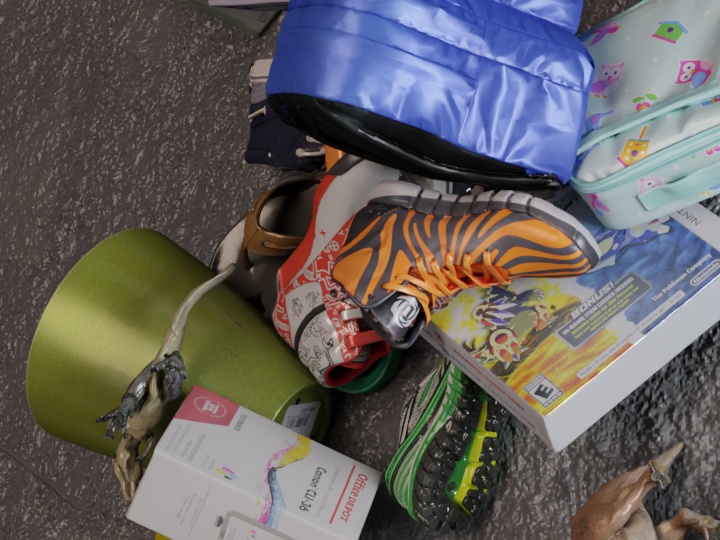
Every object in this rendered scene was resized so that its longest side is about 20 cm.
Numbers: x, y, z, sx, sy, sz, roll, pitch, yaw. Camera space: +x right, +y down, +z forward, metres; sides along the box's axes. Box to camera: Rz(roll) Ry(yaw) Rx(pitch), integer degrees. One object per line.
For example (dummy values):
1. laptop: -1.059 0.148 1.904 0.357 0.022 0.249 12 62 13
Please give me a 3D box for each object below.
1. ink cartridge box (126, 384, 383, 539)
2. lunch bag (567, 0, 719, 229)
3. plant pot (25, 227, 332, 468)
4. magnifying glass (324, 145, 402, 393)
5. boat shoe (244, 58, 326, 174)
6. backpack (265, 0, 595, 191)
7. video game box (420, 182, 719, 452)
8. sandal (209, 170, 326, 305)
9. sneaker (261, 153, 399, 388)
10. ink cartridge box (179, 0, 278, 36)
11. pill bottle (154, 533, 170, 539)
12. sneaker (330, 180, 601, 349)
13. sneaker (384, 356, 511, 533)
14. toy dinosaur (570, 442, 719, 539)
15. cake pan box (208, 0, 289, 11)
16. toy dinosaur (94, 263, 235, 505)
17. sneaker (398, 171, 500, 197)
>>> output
1. ink cartridge box: -0.057 0.173 1.645 0.200 0.116 0.068 25 115 0
2. lunch bag: 0.231 -0.122 1.556 0.200 0.077 0.161 -25 43 20
3. plant pot: -0.129 0.089 1.781 0.200 0.187 0.187 26 93 29
4. magnifying glass: -0.008 -0.003 1.768 0.080 0.022 0.200 -9 82 36
5. boat shoe: -0.017 -0.124 1.822 0.200 0.075 0.093 1 82 49
6. backpack: 0.040 -0.149 1.556 0.162 0.200 0.168 177 105 -68
7. video game box: 0.151 0.009 1.579 0.200 0.047 0.182 -38 45 -14
8. sandal: -0.053 -0.038 1.826 0.200 0.055 0.082 -27 61 31
9. sneaker: 0.001 0.000 1.693 0.108 0.067 0.201 56 135 27
10. ink cartridge box: -0.173 -0.285 1.916 0.048 0.200 0.146 -48 51 18
11. pill bottle: -0.114 0.267 1.738 0.109 0.109 0.200 -2 75 41
12. sneaker: 0.065 0.006 1.543 0.200 0.078 0.112 6 56 41
13. sneaker: 0.069 0.088 1.662 0.085 0.078 0.200 21 85 52
14. toy dinosaur: 0.170 0.205 1.523 0.135 0.086 0.200 -27 47 44
15. cake pan box: 0.005 -0.223 1.727 0.200 0.184 0.052 7 94 54
16. toy dinosaur: -0.151 0.086 1.664 0.047 0.088 0.200 27 102 3
17. sneaker: 0.072 -0.090 1.712 0.078 0.079 0.200 -7 80 59
